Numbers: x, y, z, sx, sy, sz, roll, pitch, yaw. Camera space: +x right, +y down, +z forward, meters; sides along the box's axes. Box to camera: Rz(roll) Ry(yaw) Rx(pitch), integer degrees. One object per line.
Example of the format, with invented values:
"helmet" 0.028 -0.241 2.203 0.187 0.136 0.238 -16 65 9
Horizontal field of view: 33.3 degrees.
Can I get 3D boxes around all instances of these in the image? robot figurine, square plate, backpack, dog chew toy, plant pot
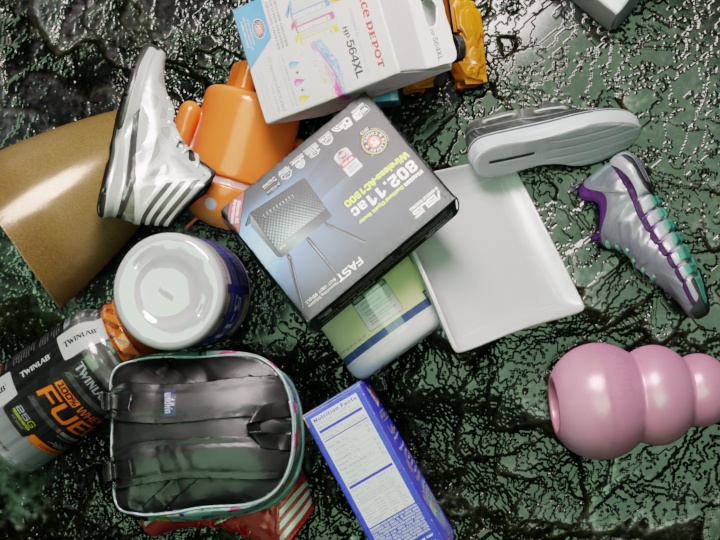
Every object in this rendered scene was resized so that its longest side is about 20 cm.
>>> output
"robot figurine" 0.077 -0.303 1.348 0.143 0.058 0.203 -8 87 -27
"square plate" 0.129 -0.020 1.302 0.198 0.028 0.200 -14 72 -37
"robot figurine" -0.133 -0.132 1.357 0.115 0.143 0.203 16 90 31
"backpack" -0.157 0.176 1.277 0.197 0.151 0.180 -7 75 8
"dog chew toy" 0.305 0.136 1.297 0.197 0.125 0.127 -6 88 -1
"plant pot" -0.311 -0.090 1.361 0.199 0.186 0.187 -35 85 -12

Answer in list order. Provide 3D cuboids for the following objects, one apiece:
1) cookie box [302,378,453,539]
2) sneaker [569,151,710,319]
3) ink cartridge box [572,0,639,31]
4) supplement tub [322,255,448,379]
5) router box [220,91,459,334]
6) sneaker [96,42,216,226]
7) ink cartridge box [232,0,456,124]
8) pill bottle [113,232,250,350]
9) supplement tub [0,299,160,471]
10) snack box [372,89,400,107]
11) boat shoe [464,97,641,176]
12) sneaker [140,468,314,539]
"cookie box" 0.022 0.223 1.302 0.075 0.171 0.202 -29 85 2
"sneaker" 0.310 -0.027 1.333 0.087 0.074 0.202 -30 77 22
"ink cartridge box" 0.251 -0.389 1.333 0.199 0.083 0.146 40 93 7
"supplement tub" 0.000 0.000 1.322 0.144 0.145 0.201 -35 85 5
"router box" -0.021 -0.058 1.223 0.199 0.062 0.150 -40 77 -4
"sneaker" -0.208 -0.138 1.294 0.114 0.076 0.203 14 72 -16
"ink cartridge box" -0.008 -0.247 1.263 0.198 0.125 0.130 -16 92 32
"pill bottle" -0.184 0.024 1.316 0.118 0.200 0.122 0 89 7
"supplement tub" -0.332 0.128 1.371 0.199 0.122 0.123 -35 85 5
"snack box" -0.016 -0.288 1.386 0.114 0.037 0.203 -4 88 6
"boat shoe" 0.211 -0.160 1.337 0.197 0.072 0.072 -8 55 -8
"sneaker" -0.145 0.287 1.367 0.198 0.078 0.117 -25 84 7
